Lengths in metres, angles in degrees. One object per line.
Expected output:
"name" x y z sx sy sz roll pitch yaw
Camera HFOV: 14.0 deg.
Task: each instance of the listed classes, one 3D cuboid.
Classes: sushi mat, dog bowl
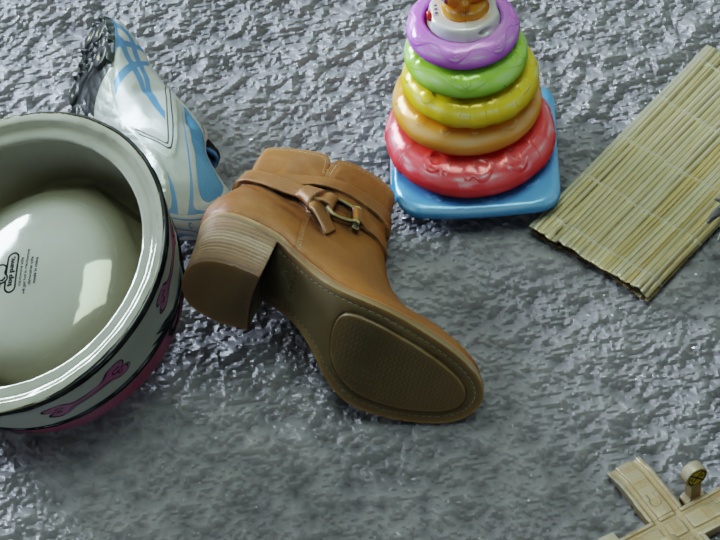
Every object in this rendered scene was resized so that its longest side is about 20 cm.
"sushi mat" 0.202 -0.065 1.860 0.096 0.012 0.200 30 58 27
"dog bowl" -0.194 0.009 1.756 0.200 0.074 0.201 -9 62 18

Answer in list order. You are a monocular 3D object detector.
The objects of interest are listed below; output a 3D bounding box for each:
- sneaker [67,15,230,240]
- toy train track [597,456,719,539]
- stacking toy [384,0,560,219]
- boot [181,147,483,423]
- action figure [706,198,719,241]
"sneaker" -0.135 -0.088 1.880 0.072 0.072 0.200 10 36 -33
"toy train track" 0.217 0.124 1.684 0.200 0.033 0.115 -25 52 -17
"stacking toy" 0.066 -0.133 1.804 0.109 0.200 0.116 -2 48 2
"boot" 0.000 0.000 1.782 0.200 0.074 0.155 29 35 0
"action figure" 0.296 -0.023 1.766 0.200 0.070 0.130 19 46 40
